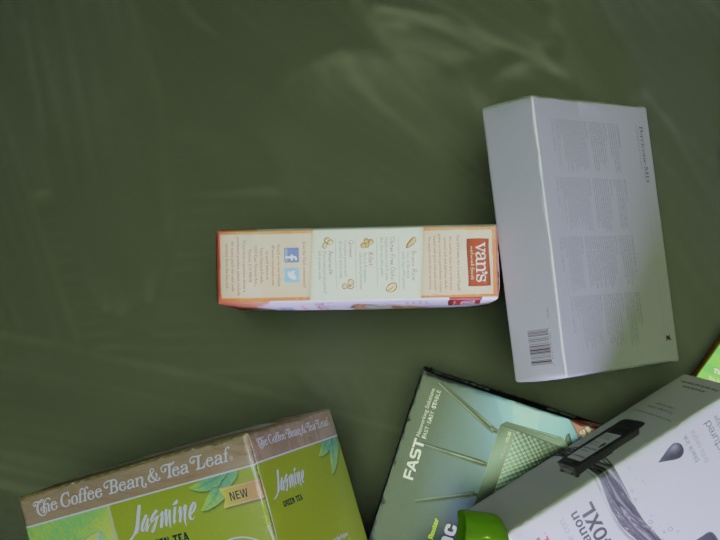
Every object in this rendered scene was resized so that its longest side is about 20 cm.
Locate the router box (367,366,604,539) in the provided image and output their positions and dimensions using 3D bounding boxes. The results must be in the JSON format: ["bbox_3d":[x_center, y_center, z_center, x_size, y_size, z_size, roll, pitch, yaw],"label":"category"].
[{"bbox_3d":[0.088,0.189,1.064,0.150,0.062,0.200,17,87,4],"label":"router box"}]

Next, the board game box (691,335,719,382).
[{"bbox_3d":[0.304,0.097,1.081,0.096,0.030,0.200,36,91,3],"label":"board game box"}]

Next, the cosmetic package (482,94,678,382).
[{"bbox_3d":[0.165,-0.024,1.037,0.052,0.151,0.200,-11,84,45],"label":"cosmetic package"}]

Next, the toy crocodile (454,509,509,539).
[{"bbox_3d":[0.061,0.246,0.973,0.067,0.200,0.062,0,42,-10],"label":"toy crocodile"}]

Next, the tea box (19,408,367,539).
[{"bbox_3d":[-0.107,0.222,1.005,0.200,0.134,0.197,-19,84,24],"label":"tea box"}]

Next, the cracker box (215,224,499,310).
[{"bbox_3d":[0.000,0.000,1.044,0.200,0.134,0.058,-2,86,2],"label":"cracker box"}]

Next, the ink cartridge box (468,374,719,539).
[{"bbox_3d":[0.198,0.188,0.998,0.200,0.083,0.145,-30,100,-12],"label":"ink cartridge box"}]
